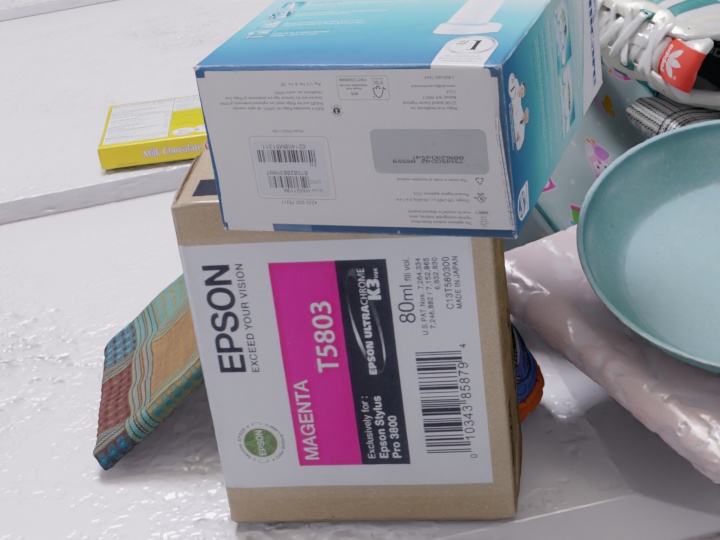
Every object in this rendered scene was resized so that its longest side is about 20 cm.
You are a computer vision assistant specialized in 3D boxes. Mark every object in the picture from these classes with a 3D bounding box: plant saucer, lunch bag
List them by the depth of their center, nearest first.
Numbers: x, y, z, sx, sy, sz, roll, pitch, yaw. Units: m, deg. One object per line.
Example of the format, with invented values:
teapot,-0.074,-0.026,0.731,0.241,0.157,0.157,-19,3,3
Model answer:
plant saucer,0.218,-0.007,0.819,0.199,0.036,0.200,-4,45,4
lunch bag,0.139,-0.065,1.002,0.077,0.160,0.200,-35,8,41

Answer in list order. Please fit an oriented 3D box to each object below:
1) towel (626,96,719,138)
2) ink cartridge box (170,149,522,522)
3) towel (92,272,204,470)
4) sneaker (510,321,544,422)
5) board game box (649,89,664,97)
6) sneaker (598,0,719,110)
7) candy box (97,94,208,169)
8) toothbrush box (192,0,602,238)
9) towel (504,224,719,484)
towel,0.301,-0.066,0.964,0.200,0.035,0.193,-4,32,-36
ink cartridge box,-0.001,0.035,0.809,0.164,0.201,0.075,-3,27,10
towel,-0.092,0.020,0.933,0.200,0.022,0.147,-43,22,13
sneaker,0.030,0.012,0.915,0.200,0.079,0.075,32,64,29
board game box,0.241,-0.131,1.095,0.199,0.135,0.028,-12,40,13
sneaker,0.187,-0.152,0.954,0.199,0.071,0.093,21,24,1
candy box,-0.129,-0.131,1.340,0.199,0.026,0.102,-7,25,2
toothbrush box,0.028,-0.096,0.744,0.146,0.086,0.200,2,28,19
towel,0.199,0.025,0.851,0.191,0.032,0.200,-20,41,-28
